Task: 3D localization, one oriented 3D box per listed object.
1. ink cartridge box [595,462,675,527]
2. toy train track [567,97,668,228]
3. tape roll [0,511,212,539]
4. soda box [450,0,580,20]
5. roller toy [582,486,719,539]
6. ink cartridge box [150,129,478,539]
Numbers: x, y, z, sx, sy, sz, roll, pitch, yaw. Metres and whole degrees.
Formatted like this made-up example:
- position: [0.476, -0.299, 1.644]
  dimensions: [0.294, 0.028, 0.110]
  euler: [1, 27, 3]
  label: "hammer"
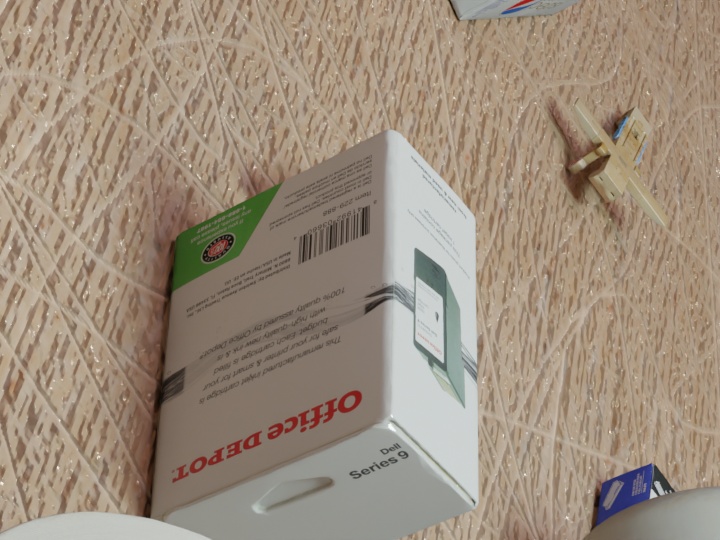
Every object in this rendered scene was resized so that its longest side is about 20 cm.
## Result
- position: [0.225, 0.232, 1.698]
  dimensions: [0.200, 0.044, 0.094]
  euler: [53, 29, -23]
  label: "ink cartridge box"
- position: [0.194, -0.086, 1.952]
  dimensions: [0.115, 0.033, 0.200]
  euler: [53, 21, -6]
  label: "toy train track"
- position: [-0.092, 0.188, 1.042]
  dimensions: [0.203, 0.037, 0.203]
  euler: [19, 41, -17]
  label: "tape roll"
- position: [0.125, -0.233, 1.913]
  dimensions: [0.200, 0.064, 0.068]
  euler: [-15, 80, -65]
  label: "soda box"
- position: [0.210, 0.231, 1.512]
  dimensions: [0.182, 0.200, 0.140]
  euler: [31, 39, -34]
  label: "roller toy"
- position: [-0.021, 0.047, 1.286]
  dimensions: [0.084, 0.146, 0.200]
  euler: [46, 32, -36]
  label: "ink cartridge box"
